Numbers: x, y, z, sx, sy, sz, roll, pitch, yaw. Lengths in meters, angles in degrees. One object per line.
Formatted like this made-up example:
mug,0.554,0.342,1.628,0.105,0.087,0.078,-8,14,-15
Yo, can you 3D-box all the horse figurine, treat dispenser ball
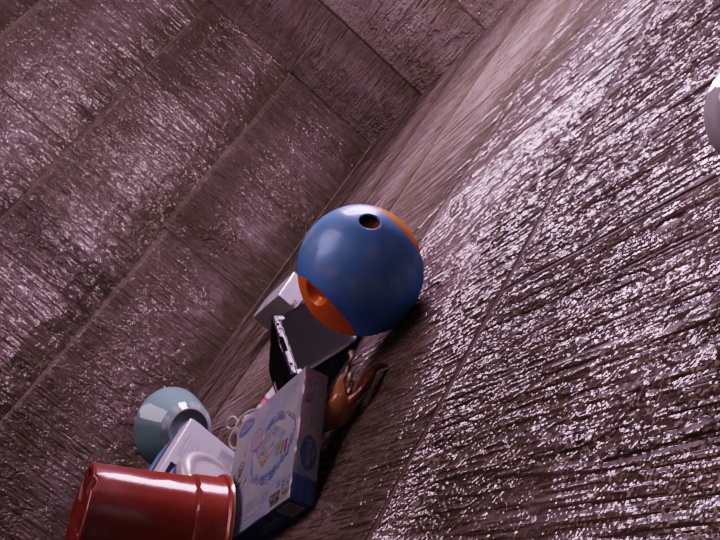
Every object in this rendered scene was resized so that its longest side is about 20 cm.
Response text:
horse figurine,-0.045,0.198,1.254,0.200,0.050,0.133,-42,21,27
treat dispenser ball,0.000,0.000,1.352,0.201,0.200,0.201,-49,9,10

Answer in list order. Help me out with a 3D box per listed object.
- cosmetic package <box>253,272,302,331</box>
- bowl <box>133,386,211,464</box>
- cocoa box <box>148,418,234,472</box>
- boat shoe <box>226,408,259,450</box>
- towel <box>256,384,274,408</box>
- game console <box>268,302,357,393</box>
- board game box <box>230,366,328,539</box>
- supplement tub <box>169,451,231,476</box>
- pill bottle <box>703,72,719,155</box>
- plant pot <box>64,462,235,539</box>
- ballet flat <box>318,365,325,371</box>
cosmetic package,-0.232,0.093,2.577,0.200,0.074,0.102,-41,13,53
bowl,-0.446,0.391,2.155,0.104,0.201,0.202,-4,43,50
cocoa box,-0.331,0.404,1.603,0.131,0.133,0.201,-46,10,29
boat shoe,-0.186,0.272,1.492,0.202,0.085,0.076,142,131,-60
towel,-0.182,0.267,1.778,0.201,0.023,0.144,-53,10,-10
game console,-0.088,0.152,1.530,0.200,0.114,0.179,-120,32,-60
board game box,-0.121,0.267,1.217,0.200,0.043,0.201,-43,31,40
supplement tub,-0.292,0.406,1.410,0.201,0.131,0.132,-50,9,11
pill bottle,0.298,-0.102,0.546,0.111,0.111,0.200,-50,9,4
plant pot,-0.298,0.361,1.205,0.201,0.193,0.203,-52,28,42
ballet flat,-0.052,0.124,1.606,0.201,0.068,0.072,-52,-9,25
